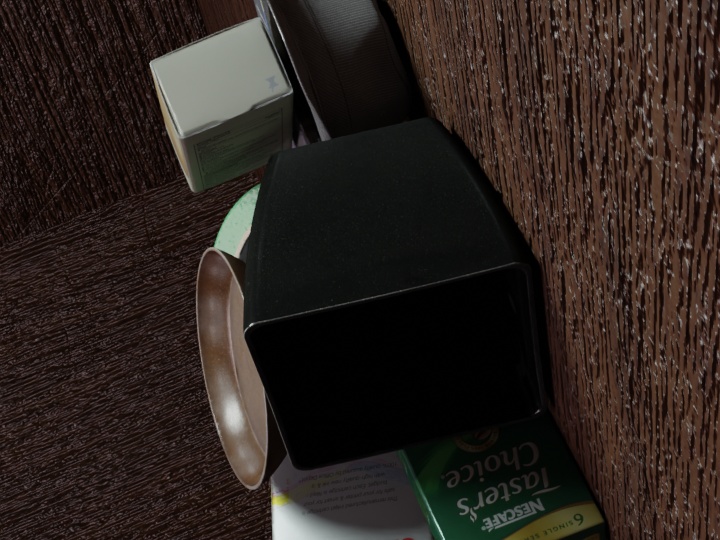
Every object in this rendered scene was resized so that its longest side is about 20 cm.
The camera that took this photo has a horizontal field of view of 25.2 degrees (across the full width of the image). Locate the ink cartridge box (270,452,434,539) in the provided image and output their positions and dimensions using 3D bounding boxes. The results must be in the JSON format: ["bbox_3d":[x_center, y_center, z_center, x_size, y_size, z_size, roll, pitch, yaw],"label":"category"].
[{"bbox_3d":[0.007,0.205,1.441,0.145,0.144,0.202,63,-159,-55],"label":"ink cartridge box"}]

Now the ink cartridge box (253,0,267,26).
[{"bbox_3d":[-0.062,-0.220,1.558,0.198,0.047,0.201,-119,12,-48],"label":"ink cartridge box"}]

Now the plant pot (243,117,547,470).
[{"bbox_3d":[0.019,0.005,1.195,0.200,0.198,0.179,75,-176,-53],"label":"plant pot"}]

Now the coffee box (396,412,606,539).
[{"bbox_3d":[0.097,0.147,1.247,0.044,0.122,0.201,79,170,-50],"label":"coffee box"}]

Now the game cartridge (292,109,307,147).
[{"bbox_3d":[-0.061,-0.134,1.513,0.200,0.038,0.131,-138,28,-67],"label":"game cartridge"}]

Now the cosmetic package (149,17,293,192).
[{"bbox_3d":[-0.115,-0.136,1.371,0.200,0.104,0.072,111,136,-79],"label":"cosmetic package"}]

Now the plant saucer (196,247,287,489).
[{"bbox_3d":[-0.094,0.078,1.332,0.200,0.034,0.202,170,90,-70],"label":"plant saucer"}]

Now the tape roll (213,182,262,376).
[{"bbox_3d":[-0.042,0.018,1.386,0.048,0.200,0.202,-9,-107,-52],"label":"tape roll"}]

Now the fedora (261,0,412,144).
[{"bbox_3d":[-0.015,-0.166,1.307,0.200,0.090,0.178,76,172,-59],"label":"fedora"}]
